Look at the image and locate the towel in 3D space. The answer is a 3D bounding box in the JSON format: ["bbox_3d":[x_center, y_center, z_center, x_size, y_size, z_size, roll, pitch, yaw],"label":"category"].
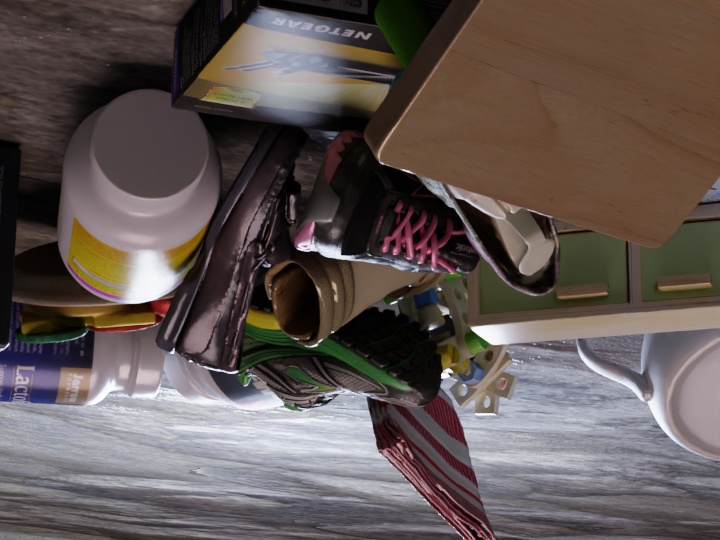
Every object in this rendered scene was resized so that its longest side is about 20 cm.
[{"bbox_3d":[0.050,0.122,1.397,0.023,0.200,0.144,-35,120,13],"label":"towel"}]

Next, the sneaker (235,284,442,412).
[{"bbox_3d":[-0.018,0.070,1.338,0.200,0.086,0.078,16,-157,41],"label":"sneaker"}]

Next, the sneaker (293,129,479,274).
[{"bbox_3d":[0.027,-0.030,1.071,0.095,0.079,0.200,26,-172,17],"label":"sneaker"}]

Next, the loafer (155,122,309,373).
[{"bbox_3d":[-0.072,-0.014,1.179,0.063,0.072,0.200,30,122,-1],"label":"loafer"}]

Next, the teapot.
[{"bbox_3d":[0.319,0.055,1.489,0.200,0.146,0.197,28,122,-27],"label":"teapot"}]

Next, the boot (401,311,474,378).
[{"bbox_3d":[0.032,0.065,1.634,0.153,0.074,0.204,-4,164,21],"label":"boot"}]

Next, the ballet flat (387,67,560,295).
[{"bbox_3d":[0.077,-0.046,0.996,0.069,0.071,0.200,-37,145,0],"label":"ballet flat"}]

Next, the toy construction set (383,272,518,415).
[{"bbox_3d":[0.086,0.046,1.444,0.092,0.132,0.200,-17,156,18],"label":"toy construction set"}]

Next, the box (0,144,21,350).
[{"bbox_3d":[-0.345,-0.019,1.210,0.199,0.149,0.104,10,162,-28],"label":"box"}]

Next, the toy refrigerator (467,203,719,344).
[{"bbox_3d":[0.179,0.003,1.262,0.199,0.076,0.070,-5,164,20],"label":"toy refrigerator"}]

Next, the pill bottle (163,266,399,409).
[{"bbox_3d":[-0.074,0.058,1.524,0.200,0.120,0.119,-15,158,42],"label":"pill bottle"}]

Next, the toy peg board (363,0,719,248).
[{"bbox_3d":[0.117,-0.134,0.866,0.200,0.098,0.199,14,123,-37],"label":"toy peg board"}]

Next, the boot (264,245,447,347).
[{"bbox_3d":[0.000,0.000,1.269,0.155,0.073,0.200,-37,172,-21],"label":"boot"}]

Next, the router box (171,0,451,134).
[{"bbox_3d":[0.009,-0.127,1.002,0.199,0.052,0.157,6,163,-21],"label":"router box"}]

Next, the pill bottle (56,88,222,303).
[{"bbox_3d":[-0.148,-0.050,1.174,0.104,0.105,0.200,3,164,-11],"label":"pill bottle"}]

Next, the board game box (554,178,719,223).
[{"bbox_3d":[0.205,-0.067,1.228,0.199,0.041,0.200,-8,162,27],"label":"board game box"}]

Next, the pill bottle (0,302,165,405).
[{"bbox_3d":[-0.274,0.059,1.537,0.199,0.116,0.116,4,164,-14],"label":"pill bottle"}]

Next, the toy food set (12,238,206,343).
[{"bbox_3d":[-0.186,0.008,1.354,0.197,0.049,0.200,-5,-167,-6],"label":"toy food set"}]
